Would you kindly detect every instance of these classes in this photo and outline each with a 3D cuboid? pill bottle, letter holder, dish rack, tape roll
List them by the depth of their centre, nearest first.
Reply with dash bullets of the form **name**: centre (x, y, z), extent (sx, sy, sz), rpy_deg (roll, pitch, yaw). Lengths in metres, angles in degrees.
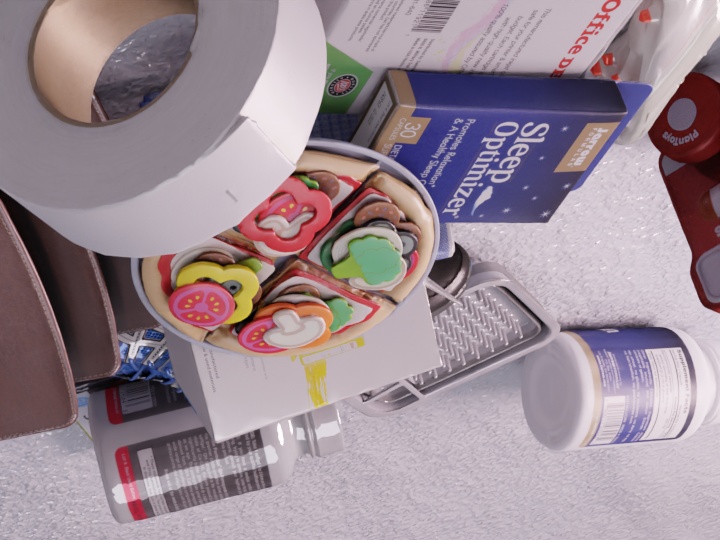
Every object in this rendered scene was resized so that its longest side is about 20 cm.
- **tape roll**: centre (-0.120, -0.112, 0.972), extent (0.201, 0.204, 0.071), rpy_deg (-23, 152, 12)
- **letter holder**: centre (-0.207, -0.007, 1.119), extent (0.140, 0.101, 0.202), rpy_deg (-10, 125, 6)
- **pill bottle**: centre (-0.117, 0.132, 1.466), extent (0.198, 0.112, 0.111), rpy_deg (-14, 153, -5)
- **dish rack**: centre (0.062, 0.055, 1.558), extent (0.198, 0.044, 0.172), rpy_deg (-25, 151, 16)
- **pill bottle**: centre (0.261, 0.110, 1.697), extent (0.198, 0.112, 0.111), rpy_deg (-1, 149, -27)

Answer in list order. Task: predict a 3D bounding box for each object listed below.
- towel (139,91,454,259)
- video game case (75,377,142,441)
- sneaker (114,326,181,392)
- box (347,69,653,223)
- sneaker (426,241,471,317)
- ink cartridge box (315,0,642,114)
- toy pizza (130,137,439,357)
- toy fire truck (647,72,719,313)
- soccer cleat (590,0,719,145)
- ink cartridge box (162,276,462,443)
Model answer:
- **towel**: centre (-0.040, -0.063, 1.187), extent (0.198, 0.149, 0.024), rpy_deg (-11, -179, -11)
- **video game case**: centre (-0.149, 0.102, 1.544), extent (0.198, 0.026, 0.181), rpy_deg (-17, 153, 1)
- **sneaker**: centre (-0.153, 0.058, 1.404), extent (0.198, 0.078, 0.076), rpy_deg (-11, 154, -7)
- **box**: centre (0.087, -0.077, 1.147), extent (0.198, 0.033, 0.121), rpy_deg (-2, 146, -26)
- **sneaker**: centre (0.000, 0.000, 1.388), extent (0.198, 0.074, 0.082), rpy_deg (-7, 150, -20)
- **ink cartridge box**: centre (0.055, -0.168, 1.093), extent (0.198, 0.085, 0.145), rpy_deg (-1, 149, -27)
- **toy pizza**: centre (-0.045, -0.004, 1.126), extent (0.198, 0.032, 0.201), rpy_deg (-7, 138, -6)
- **toy fire truck**: centre (0.316, -0.079, 1.313), extent (0.199, 0.170, 0.112), rpy_deg (-31, 150, 27)
- **soccer cleat**: centre (0.211, -0.155, 1.229), extent (0.077, 0.070, 0.201), rpy_deg (-12, 150, -14)
- **ink cartridge box**: centre (-0.039, 0.017, 1.274), extent (0.198, 0.128, 0.127), rpy_deg (-18, 110, -14)
